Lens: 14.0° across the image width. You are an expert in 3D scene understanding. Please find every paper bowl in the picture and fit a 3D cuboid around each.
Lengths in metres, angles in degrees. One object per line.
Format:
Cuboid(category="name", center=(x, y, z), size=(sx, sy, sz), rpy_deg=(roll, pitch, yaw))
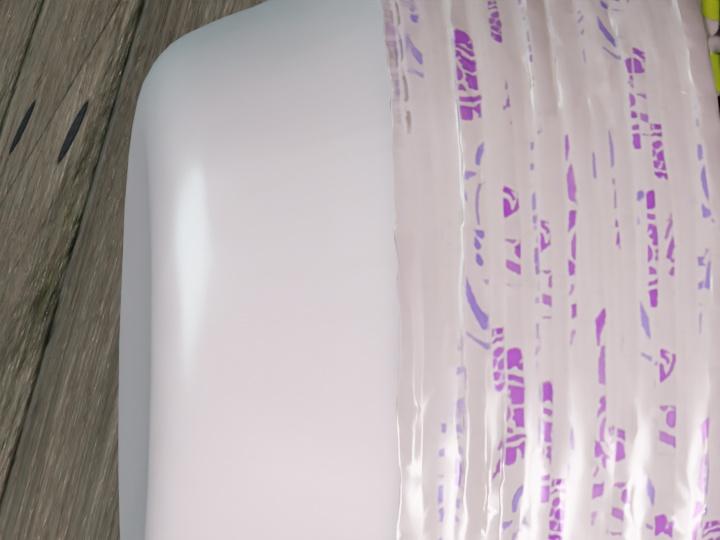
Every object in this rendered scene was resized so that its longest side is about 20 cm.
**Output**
Cuboid(category="paper bowl", center=(0.004, 0.023, 0.606), size=(0.201, 0.104, 0.202), rpy_deg=(-179, 90, -81))

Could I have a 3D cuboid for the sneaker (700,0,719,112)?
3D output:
Cuboid(category="sneaker", center=(0.092, -0.059, 0.609), size=(0.200, 0.083, 0.072), rpy_deg=(-59, 13, 21))
